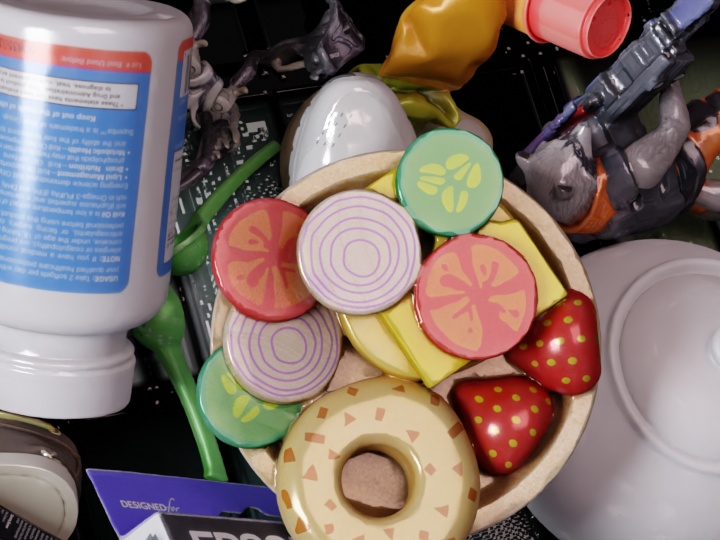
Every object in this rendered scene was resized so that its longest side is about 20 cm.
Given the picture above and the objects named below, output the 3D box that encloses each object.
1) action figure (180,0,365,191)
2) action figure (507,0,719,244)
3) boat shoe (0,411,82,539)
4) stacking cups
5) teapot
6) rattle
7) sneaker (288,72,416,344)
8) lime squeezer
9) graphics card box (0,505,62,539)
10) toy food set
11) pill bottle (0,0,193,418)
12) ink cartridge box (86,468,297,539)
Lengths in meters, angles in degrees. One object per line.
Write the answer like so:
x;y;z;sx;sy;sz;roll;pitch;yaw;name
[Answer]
-0.099;-0.100;1.266;0.200;0.102;0.119;-31;113;10;action figure
0.175;-0.069;1.296;0.193;0.200;0.105;-11;65;-30;action figure
-0.236;0.096;1.162;0.199;0.072;0.060;5;26;-4;boat shoe
0.065;-0.166;1.315;0.060;0.061;0.200;-37;50;-28;stacking cups
0.177;0.062;1.275;0.197;0.146;0.200;34;61;-5;teapot
0.021;-0.036;1.266;0.130;0.143;0.200;42;54;-21;rattle
0.000;0.000;1.211;0.074;0.087;0.201;0;98;-4;sneaker
-0.085;0.008;1.263;0.070;0.038;0.201;15;65;-14;lime squeezer
-0.205;0.165;1.117;0.200;0.051;0.126;29;102;-7;graphics card box
0.019;0.036;1.148;0.200;0.049;0.198;-34;88;-8;toy food set
-0.146;-0.033;1.175;0.112;0.112;0.201;3;104;-19;pill bottle
-0.015;0.168;1.143;0.198;0.043;0.200;10;39;-42;ink cartridge box
